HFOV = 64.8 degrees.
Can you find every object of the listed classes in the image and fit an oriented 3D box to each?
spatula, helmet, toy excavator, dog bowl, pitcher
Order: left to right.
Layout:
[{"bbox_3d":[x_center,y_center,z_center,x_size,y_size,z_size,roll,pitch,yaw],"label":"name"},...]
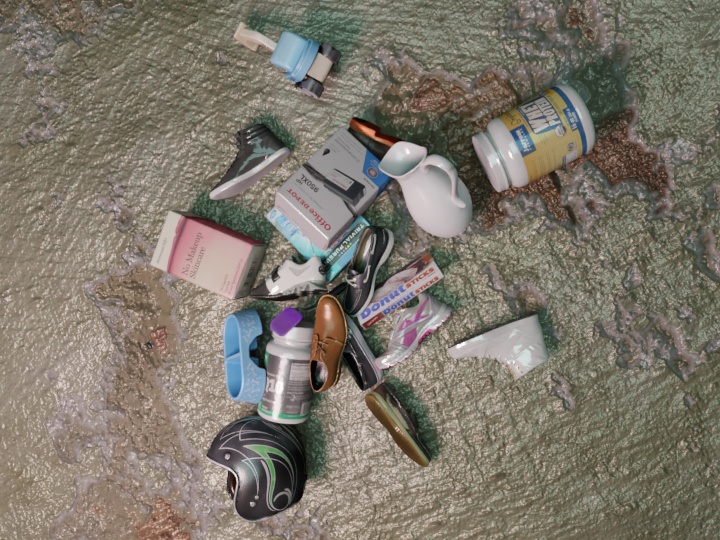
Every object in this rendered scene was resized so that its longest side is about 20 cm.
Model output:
[{"bbox_3d":[-0.251,0.182,1.206,0.049,0.111,0.202,2,74,-36],"label":"dog bowl"},{"bbox_3d":[-0.215,0.400,1.185,0.198,0.200,0.193,-14,87,8],"label":"helmet"},{"bbox_3d":[-0.160,-0.457,1.181,0.199,0.194,0.101,28,97,-22],"label":"toy excavator"},{"bbox_3d":[-0.102,0.074,1.186,0.056,0.199,0.021,28,136,40],"label":"spatula"},{"bbox_3d":[0.150,-0.152,1.097,0.122,0.171,0.200,-52,124,-11],"label":"pitcher"}]

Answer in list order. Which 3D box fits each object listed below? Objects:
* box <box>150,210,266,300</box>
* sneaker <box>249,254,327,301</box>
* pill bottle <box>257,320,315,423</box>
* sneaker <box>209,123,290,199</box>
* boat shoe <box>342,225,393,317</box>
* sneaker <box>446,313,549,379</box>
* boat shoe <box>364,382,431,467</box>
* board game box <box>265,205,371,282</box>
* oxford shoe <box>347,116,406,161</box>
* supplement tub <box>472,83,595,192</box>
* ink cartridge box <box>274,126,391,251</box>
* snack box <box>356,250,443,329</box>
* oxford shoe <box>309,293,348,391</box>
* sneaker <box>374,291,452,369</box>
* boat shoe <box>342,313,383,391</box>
[{"bbox_3d":[-0.323,-0.034,1.223,0.198,0.109,0.129,22,95,6],"label":"box"},{"bbox_3d":[-0.154,0.016,1.209,0.198,0.074,0.090,-12,76,30],"label":"sneaker"},{"bbox_3d":[-0.151,0.211,1.206,0.112,0.113,0.202,9,93,7],"label":"pill bottle"},{"bbox_3d":[-0.258,-0.239,1.229,0.199,0.071,0.100,-34,86,2],"label":"sneaker"},{"bbox_3d":[0.000,0.000,1.171,0.075,0.060,0.202,31,105,49],"label":"boat shoe"},{"bbox_3d":[0.287,0.175,1.165,0.198,0.074,0.117,-20,86,7],"label":"sneaker"},{"bbox_3d":[0.092,0.325,1.200,0.065,0.073,0.201,-41,99,-28],"label":"boat shoe"},{"bbox_3d":[-0.081,-0.099,1.218,0.200,0.047,0.151,45,97,4],"label":"board game box"},{"bbox_3d":[0.057,-0.245,1.192,0.199,0.071,0.073,32,116,10],"label":"oxford shoe"},{"bbox_3d":[0.334,-0.253,1.106,0.199,0.145,0.146,-27,88,8],"label":"supplement tub"},{"bbox_3d":[-0.055,-0.162,1.142,0.144,0.084,0.200,42,73,2],"label":"ink cartridge box"},{"bbox_3d":[0.076,0.041,1.192,0.199,0.072,0.024,-35,132,8],"label":"snack box"},{"bbox_3d":[-0.070,0.149,1.145,0.071,0.071,0.203,5,98,22],"label":"oxford shoe"},{"bbox_3d":[0.096,0.124,1.188,0.200,0.081,0.088,-44,82,-5],"label":"sneaker"},{"bbox_3d":[-0.031,0.166,1.203,0.066,0.070,0.201,-35,94,-34],"label":"boat shoe"}]
